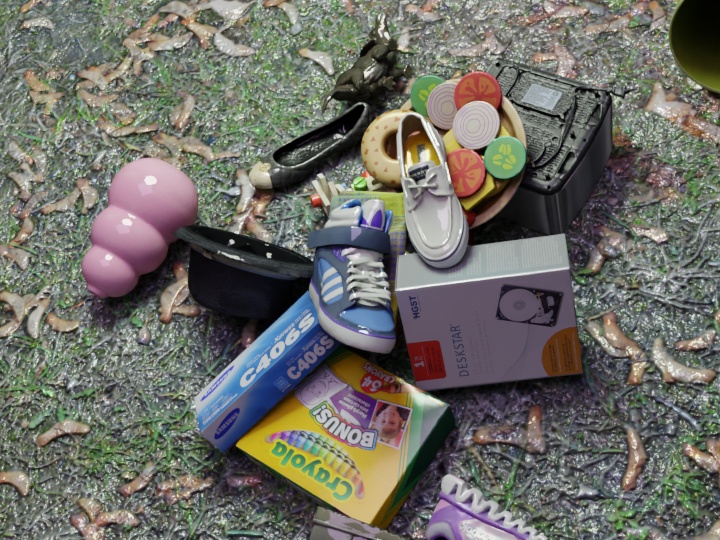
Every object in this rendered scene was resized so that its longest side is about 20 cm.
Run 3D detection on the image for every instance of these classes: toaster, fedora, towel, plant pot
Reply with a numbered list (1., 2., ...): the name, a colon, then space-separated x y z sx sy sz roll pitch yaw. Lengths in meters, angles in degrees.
1. toaster: 0.226 -0.163 1.558 0.200 0.119 0.181 21 67 26
2. fedora: -0.154 0.009 1.551 0.200 0.201 0.092 19 99 24
3. towel: 0.000 0.000 1.491 0.144 0.023 0.200 7 88 49
4. plant pot: 0.513 -0.365 1.593 0.187 0.187 0.200 5 46 17

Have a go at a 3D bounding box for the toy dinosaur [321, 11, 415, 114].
1. toy dinosaur: 0.009 -0.276 1.708 0.200 0.077 0.102 -56 26 -19

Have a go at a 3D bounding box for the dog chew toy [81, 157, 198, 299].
1. dog chew toy: -0.307 -0.052 1.631 0.124 0.125 0.200 24 76 26

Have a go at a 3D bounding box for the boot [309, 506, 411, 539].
1. boot: -0.009 0.375 1.296 0.182 0.073 0.200 16 75 16

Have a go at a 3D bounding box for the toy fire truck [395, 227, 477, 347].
1. toy fire truck: 0.079 -0.003 1.539 0.141 0.049 0.200 -7 57 12

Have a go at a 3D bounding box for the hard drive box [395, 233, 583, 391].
1. hard drive box: 0.152 0.052 1.414 0.200 0.156 0.077 -8 33 10

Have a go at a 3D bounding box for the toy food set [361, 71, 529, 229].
1. toy food set: 0.111 -0.148 1.488 0.198 0.049 0.200 -41 69 15

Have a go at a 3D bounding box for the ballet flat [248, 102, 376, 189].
1. ballet flat: -0.070 -0.177 1.679 0.200 0.057 0.066 -30 57 -5

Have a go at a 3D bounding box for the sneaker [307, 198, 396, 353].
1. sneaker: 0.001 -0.007 1.393 0.081 0.147 0.200 9 19 -24

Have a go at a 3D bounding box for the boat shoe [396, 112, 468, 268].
1. boat shoe: 0.077 -0.098 1.401 0.071 0.070 0.200 -16 58 17

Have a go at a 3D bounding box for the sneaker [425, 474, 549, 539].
1. sneaker: 0.152 0.309 1.316 0.200 0.080 0.089 29 76 33

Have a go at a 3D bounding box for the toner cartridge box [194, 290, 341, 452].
1. toner cartridge box: -0.114 0.121 1.459 0.200 0.043 0.095 -44 22 6

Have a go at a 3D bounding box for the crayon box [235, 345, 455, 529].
1. crayon box: -0.017 0.195 1.435 0.200 0.058 0.173 26 68 27

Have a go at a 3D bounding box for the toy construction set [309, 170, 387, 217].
1. toy construction set: 0.027 -0.125 1.594 0.200 0.092 0.131 -28 59 3
